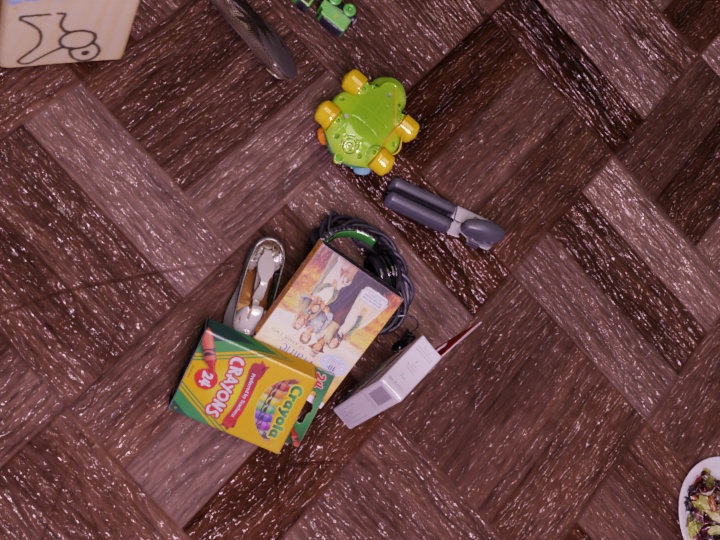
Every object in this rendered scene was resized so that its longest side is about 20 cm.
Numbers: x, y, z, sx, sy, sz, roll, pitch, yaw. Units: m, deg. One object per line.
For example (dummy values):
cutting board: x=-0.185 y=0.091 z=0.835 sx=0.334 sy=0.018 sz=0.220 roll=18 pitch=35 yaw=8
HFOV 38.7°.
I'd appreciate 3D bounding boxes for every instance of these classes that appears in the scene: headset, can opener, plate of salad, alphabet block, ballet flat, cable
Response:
headset: x=0.008 y=0.029 z=1.495 sx=0.123 sy=0.094 sz=0.200 roll=-36 pitch=79 yaw=-27
can opener: x=0.137 y=-0.094 z=1.627 sx=0.198 sy=0.067 sz=0.054 roll=24 pitch=65 yaw=-15
plate of salad: x=0.606 y=0.405 z=1.674 sx=0.197 sy=0.048 sz=0.203 roll=7 pitch=71 yaw=-20
alphabet block: x=-0.423 y=-0.419 z=1.423 sx=0.193 sy=0.200 sz=0.199 roll=-8 pitch=77 yaw=-25
ballet flat: x=-0.174 y=-0.375 z=1.605 sx=0.201 sy=0.046 sz=0.067 roll=50 pitch=31 yaw=-7
ballet flat: x=-0.152 y=0.044 z=1.462 sx=0.067 sy=0.064 sz=0.203 roll=18 pitch=67 yaw=-17
cable: x=0.000 y=0.000 z=1.549 sx=0.161 sy=0.051 sz=0.203 roll=-12 pitch=78 yaw=-26

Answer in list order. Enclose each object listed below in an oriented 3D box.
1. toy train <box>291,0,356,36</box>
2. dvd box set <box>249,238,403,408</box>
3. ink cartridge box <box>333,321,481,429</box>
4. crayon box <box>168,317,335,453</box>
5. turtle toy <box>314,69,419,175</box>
toy train: x=-0.093 y=-0.456 z=1.666 sx=0.199 sy=0.042 sz=0.057 roll=36 pitch=74 yaw=-8
dvd box set: x=-0.055 y=0.076 z=1.423 sx=0.146 sy=0.029 sz=0.201 roll=34 pitch=101 yaw=-18
ink cartridge box: x=0.062 y=0.135 z=1.446 sx=0.045 sy=0.200 sz=0.176 roll=48 pitch=62 yaw=0
crayon box: x=-0.145 y=0.163 z=1.397 sx=0.198 sy=0.051 sz=0.128 roll=24 pitch=105 yaw=-14
turtle toy: x=0.012 y=-0.233 z=1.600 sx=0.145 sy=0.101 sz=0.201 roll=40 pitch=62 yaw=-5
